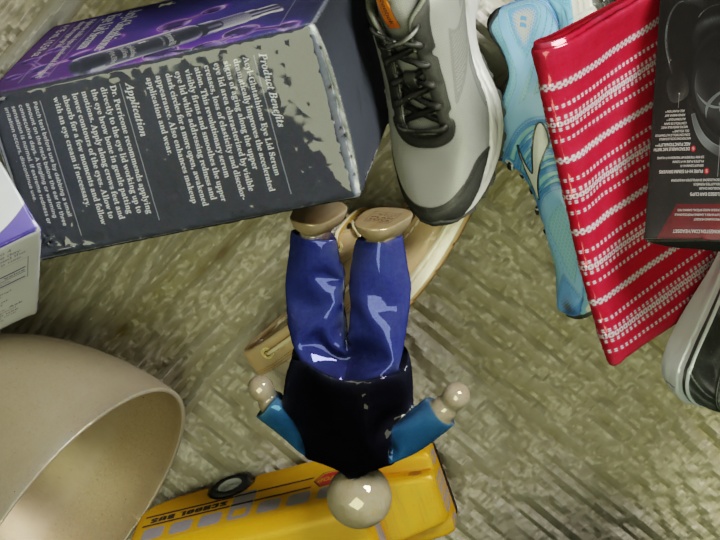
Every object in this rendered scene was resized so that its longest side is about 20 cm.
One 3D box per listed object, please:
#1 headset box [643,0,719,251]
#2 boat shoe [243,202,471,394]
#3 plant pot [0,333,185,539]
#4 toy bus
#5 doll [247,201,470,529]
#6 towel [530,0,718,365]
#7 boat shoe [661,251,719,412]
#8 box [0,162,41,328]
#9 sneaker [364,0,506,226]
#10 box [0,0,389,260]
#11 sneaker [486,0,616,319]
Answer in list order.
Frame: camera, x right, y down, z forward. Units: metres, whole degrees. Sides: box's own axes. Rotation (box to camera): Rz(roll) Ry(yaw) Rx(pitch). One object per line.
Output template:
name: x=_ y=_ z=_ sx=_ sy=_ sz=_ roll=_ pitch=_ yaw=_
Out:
headset box: x=0.236 y=-0.091 z=1.246 sx=0.148 sy=0.077 sz=0.201 roll=1 pitch=87 yaw=47
boat shoe: x=0.000 y=0.000 z=1.394 sx=0.069 sy=0.074 sz=0.200 roll=36 pitch=108 yaw=-5
plant pot: x=-0.223 y=0.116 z=1.426 sx=0.134 sy=0.200 sz=0.201 roll=37 pitch=114 yaw=18
toy bus: x=-0.042 y=0.166 z=1.464 sx=0.199 sy=0.078 sz=0.065 roll=-15 pitch=109 yaw=14
doll: x=0.000 y=0.062 z=1.357 sx=0.136 sy=0.048 sz=0.201 roll=6 pitch=112 yaw=15
towel: x=0.170 y=-0.064 z=1.318 sx=0.022 sy=0.144 sz=0.201 roll=11 pitch=123 yaw=50
boat shoe: x=0.248 y=-0.006 z=1.329 sx=0.071 sy=0.072 sz=0.201 roll=27 pitch=95 yaw=43
box: x=-0.284 y=-0.001 z=1.296 sx=0.183 sy=0.200 sz=0.105 roll=-28 pitch=82 yaw=-15
sneaker: x=0.034 y=-0.125 z=1.314 sx=0.074 sy=0.079 sz=0.201 roll=3 pitch=100 yaw=37
box: x=-0.093 y=-0.094 z=1.331 sx=0.199 sy=0.148 sz=0.105 roll=-12 pitch=109 yaw=12
sneaker: x=0.116 y=-0.070 z=1.360 sx=0.090 sy=0.078 sz=0.201 roll=-1 pitch=104 yaw=22
